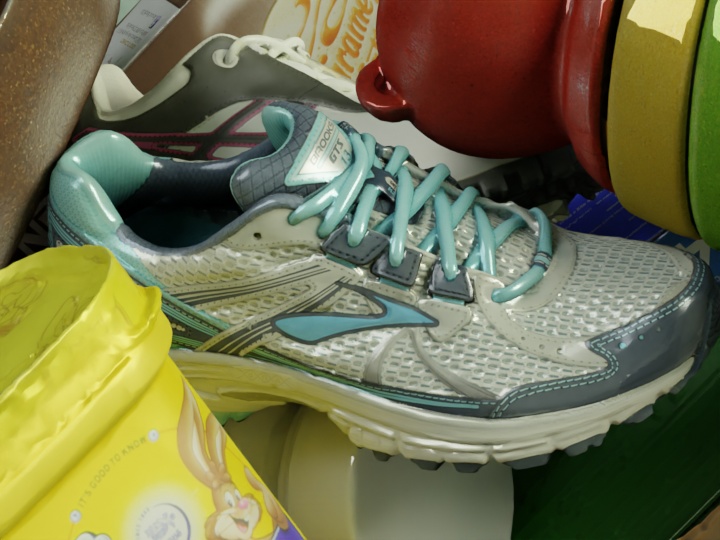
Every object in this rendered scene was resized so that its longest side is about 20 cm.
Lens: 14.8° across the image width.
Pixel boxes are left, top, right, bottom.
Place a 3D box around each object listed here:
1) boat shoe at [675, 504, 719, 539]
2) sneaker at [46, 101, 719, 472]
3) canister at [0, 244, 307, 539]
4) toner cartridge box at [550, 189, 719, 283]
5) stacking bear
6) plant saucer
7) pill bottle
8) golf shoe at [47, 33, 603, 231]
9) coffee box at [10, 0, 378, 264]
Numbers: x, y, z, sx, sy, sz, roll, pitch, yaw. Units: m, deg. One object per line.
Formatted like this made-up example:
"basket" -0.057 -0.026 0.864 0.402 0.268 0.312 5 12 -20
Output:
"boat shoe" 0.079 0.104 0.657 0.200 0.065 0.071 -30 40 4
"sneaker" 0.000 0.000 0.768 0.199 0.087 0.078 1 33 17
"canister" -0.067 0.117 0.740 0.149 0.200 0.086 -45 23 -24
"toner cartridge box" 0.131 -0.054 0.859 0.200 0.043 0.095 -38 34 17
"stacking bear" 0.099 -0.059 0.761 0.199 0.114 0.122 11 59 20
"plant saucer" -0.121 -0.028 0.856 0.201 0.037 0.200 -61 11 20
"pill bottle" -0.055 0.072 0.874 0.200 0.112 0.112 -3 52 37
"golf shoe" -0.019 -0.038 0.867 0.200 0.077 0.088 -9 82 29
"coffee box" -0.036 -0.054 0.982 0.200 0.114 0.080 -46 18 3
